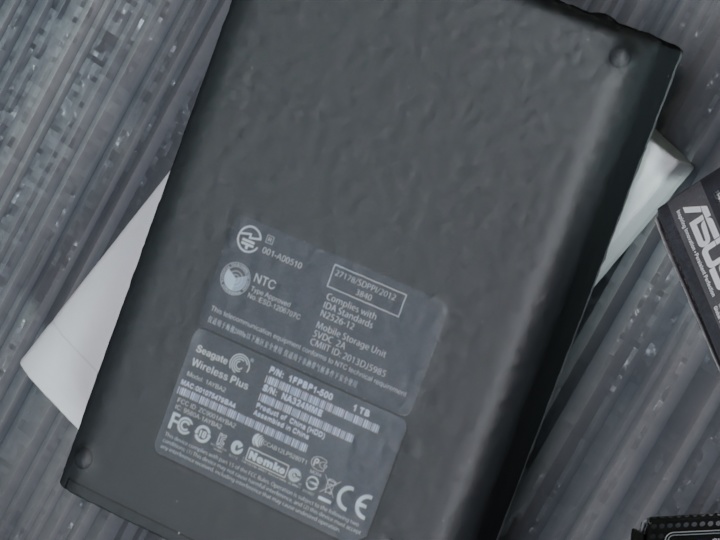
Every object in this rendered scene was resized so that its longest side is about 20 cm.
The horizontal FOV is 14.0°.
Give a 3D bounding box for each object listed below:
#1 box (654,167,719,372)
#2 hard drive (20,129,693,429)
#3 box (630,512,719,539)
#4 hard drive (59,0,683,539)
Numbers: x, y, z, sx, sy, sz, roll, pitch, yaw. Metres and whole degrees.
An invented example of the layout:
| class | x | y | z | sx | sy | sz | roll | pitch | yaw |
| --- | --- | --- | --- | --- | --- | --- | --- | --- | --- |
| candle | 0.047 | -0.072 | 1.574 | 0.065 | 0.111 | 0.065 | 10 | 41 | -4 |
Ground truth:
| class | x | y | z | sx | sy | sz | roll | pitch | yaw |
| --- | --- | --- | --- | --- | --- | --- | --- | --- | --- |
| box | 0.183 | 0.023 | 0.795 | 0.161 | 0.049 | 0.200 | -35 | 48 | 20 |
| hard drive | -0.005 | -0.001 | 0.937 | 0.132 | 0.027 | 0.200 | 45 | 105 | 20 |
| box | 0.165 | 0.156 | 0.794 | 0.199 | 0.048 | 0.194 | -4 | 55 | 23 |
| hard drive | 0.000 | 0.000 | 0.902 | 0.139 | 0.033 | 0.200 | 23 | 98 | 24 |
